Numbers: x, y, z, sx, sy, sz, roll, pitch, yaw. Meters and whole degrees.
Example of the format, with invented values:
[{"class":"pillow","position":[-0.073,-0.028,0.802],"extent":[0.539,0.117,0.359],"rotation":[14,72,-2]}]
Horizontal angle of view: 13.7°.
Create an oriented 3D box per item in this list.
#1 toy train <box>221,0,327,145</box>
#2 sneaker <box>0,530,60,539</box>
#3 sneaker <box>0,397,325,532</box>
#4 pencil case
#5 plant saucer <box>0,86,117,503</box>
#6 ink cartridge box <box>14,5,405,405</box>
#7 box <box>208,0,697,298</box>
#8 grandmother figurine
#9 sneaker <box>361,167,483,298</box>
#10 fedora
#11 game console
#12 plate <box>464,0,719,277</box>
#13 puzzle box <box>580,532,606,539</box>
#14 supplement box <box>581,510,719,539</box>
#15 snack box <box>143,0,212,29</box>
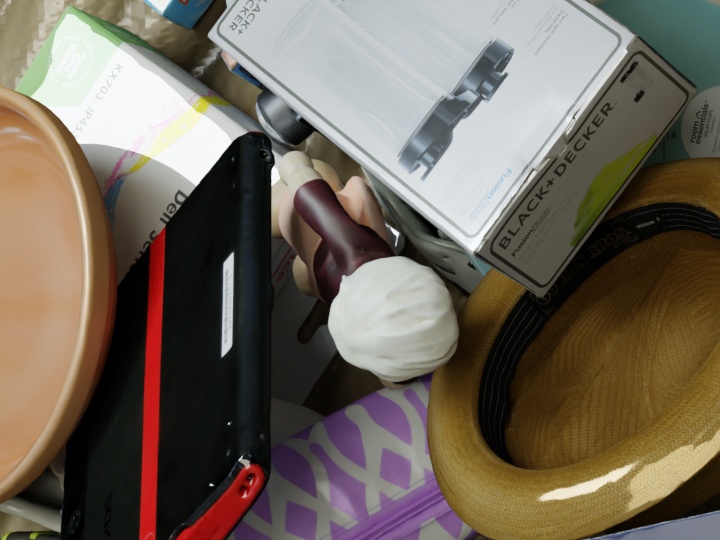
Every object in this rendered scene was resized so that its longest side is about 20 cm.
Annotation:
[{"class":"toy train","position":[0.018,-0.149,1.444],"extent":[0.200,0.087,0.115],"rotation":[-39,60,15]},{"class":"sneaker","position":[-0.099,0.173,1.445],"extent":[0.199,0.075,0.077],"rotation":[15,96,30]},{"class":"sneaker","position":[-0.103,0.103,1.435],"extent":[0.199,0.088,0.076],"rotation":[-2,97,25]},{"class":"pencil case","position":[-0.002,0.108,1.364],"extent":[0.199,0.085,0.084],"rotation":[-31,101,-15]},{"class":"plant saucer","position":[-0.177,0.014,1.417],"extent":[0.199,0.037,0.202],"rotation":[-9,78,45]},{"class":"ink cartridge box","position":[-0.090,-0.028,1.476],"extent":[0.200,0.067,0.118],"rotation":[35,96,25]},{"class":"box","position":[0.037,-0.090,1.316],"extent":[0.200,0.060,0.117],"rotation":[39,94,39]},{"class":"grandmother figurine","position":[0.000,0.000,1.332],"extent":[0.060,0.200,0.121],"rotation":[-39,110,-1]},{"class":"sneaker","position":[0.075,-0.006,1.391],"extent":[0.199,0.088,0.074],"rotation":[33,93,23]},{"class":"fedora","position":[0.123,0.046,1.277],"extent":[0.200,0.082,0.201],"rotation":[-26,39,23]},{"class":"game console","position":[-0.082,0.061,1.327],"extent":[0.177,0.031,0.201],"rotation":[-48,31,39]},{"class":"plate","position":[0.132,-0.060,1.357],"extent":[0.199,0.026,0.202],"rotation":[1,84,-5]},{"class":"puzzle box","position":[0.044,0.151,1.315],"extent":[0.132,0.200,0.026],"rotation":[-24,81,19]},{"class":"supplement box","position":[0.165,0.164,1.258],"extent":[0.109,0.200,0.110],"rotation":[-14,77,21]},{"class":"snack box","position":[-0.071,-0.236,1.520],"extent":[0.116,0.037,0.200],"rotation":[42,99,24]}]
